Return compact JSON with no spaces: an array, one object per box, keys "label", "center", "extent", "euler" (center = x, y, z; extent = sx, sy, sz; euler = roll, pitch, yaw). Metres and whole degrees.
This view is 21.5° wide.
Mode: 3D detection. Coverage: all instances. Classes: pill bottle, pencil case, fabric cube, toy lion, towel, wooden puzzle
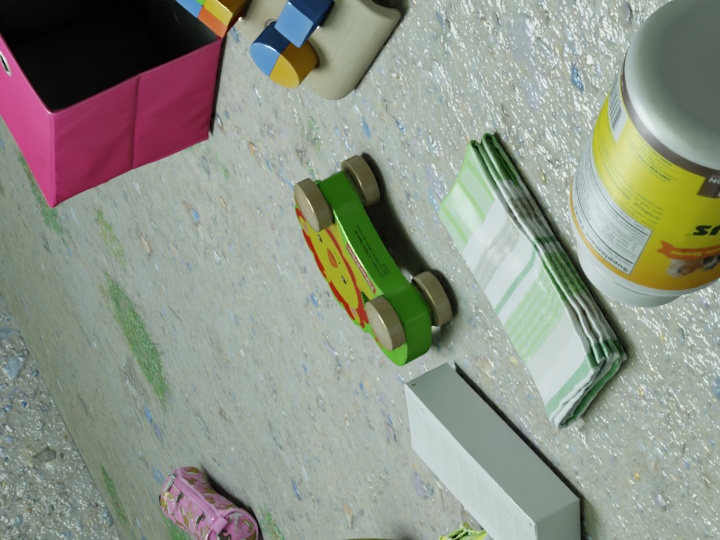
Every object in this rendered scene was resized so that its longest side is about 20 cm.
[{"label":"pill bottle","center":[0.181,-0.058,1.071],"extent":[0.110,0.109,0.200],"euler":[58,160,21]},{"label":"pencil case","center":[-0.208,0.335,2.590],"extent":[0.200,0.086,0.084],"euler":[28,107,60]},{"label":"fabric cube","center":[-0.274,-0.221,1.926],"extent":[0.197,0.199,0.200],"euler":[58,160,17]},{"label":"toy lion","center":[0.000,0.000,1.697],"extent":[0.201,0.068,0.192],"euler":[59,166,18]},{"label":"towel","center":[0.120,0.012,1.431],"extent":[0.201,0.031,0.149],"euler":[60,159,16]},{"label":"wooden puzzle","center":[-0.078,-0.216,1.519],"extent":[0.199,0.046,0.185],"euler":[35,159,-3]}]

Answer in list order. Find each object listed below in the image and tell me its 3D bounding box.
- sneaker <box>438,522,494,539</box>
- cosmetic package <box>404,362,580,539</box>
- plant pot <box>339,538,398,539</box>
[{"label":"sneaker","center":[0.098,0.267,1.724],"extent":[0.077,0.075,0.200],"euler":[58,158,18]},{"label":"cosmetic package","center":[0.112,0.170,1.608],"extent":[0.200,0.050,0.083],"euler":[46,155,43]},{"label":"plant pot","center":[0.010,0.357,1.955],"extent":[0.200,0.141,0.201],"euler":[52,156,34]}]
